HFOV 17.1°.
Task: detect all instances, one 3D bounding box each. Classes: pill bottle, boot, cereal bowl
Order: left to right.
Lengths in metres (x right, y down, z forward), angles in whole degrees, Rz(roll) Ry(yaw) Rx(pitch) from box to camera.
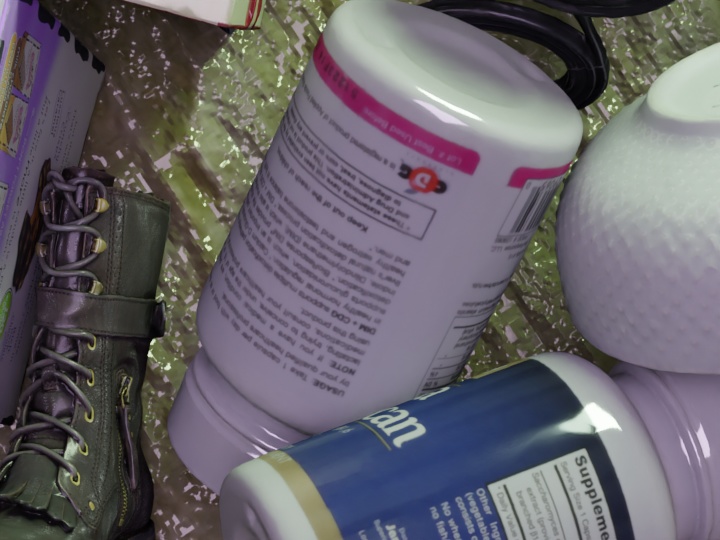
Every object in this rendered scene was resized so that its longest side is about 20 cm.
[{"bbox_3d":[-0.125,0.045,0.976,0.069,0.200,0.176,5,93,12],"label":"boot"},{"bbox_3d":[0.000,0.000,0.985,0.113,0.113,0.201,27,113,0],"label":"pill bottle"},{"bbox_3d":[0.054,0.097,0.938,0.199,0.111,0.112,-19,87,-18],"label":"pill bottle"},{"bbox_3d":[0.169,-0.043,0.949,0.199,0.200,0.084,-19,112,-3],"label":"cereal bowl"}]

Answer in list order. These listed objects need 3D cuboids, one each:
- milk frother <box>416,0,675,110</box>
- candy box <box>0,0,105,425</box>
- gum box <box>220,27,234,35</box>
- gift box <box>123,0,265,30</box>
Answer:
[{"bbox_3d":[0.099,-0.180,1.029,0.181,0.199,0.189,53,44,-29],"label":"milk frother"},{"bbox_3d":[-0.171,-0.027,0.966,0.071,0.200,0.169,14,86,4],"label":"candy box"},{"bbox_3d":[-0.083,-0.235,1.061,0.200,0.045,0.170,39,87,1],"label":"gum box"},{"bbox_3d":[-0.083,-0.202,0.953,0.198,0.185,0.188,13,96,-4],"label":"gift box"}]
